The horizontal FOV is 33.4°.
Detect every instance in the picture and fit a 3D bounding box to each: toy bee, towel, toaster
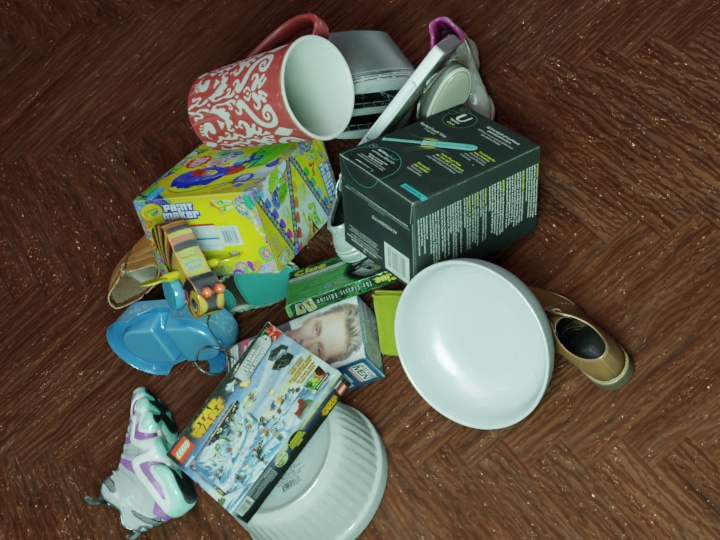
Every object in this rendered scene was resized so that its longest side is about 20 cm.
[{"bbox_3d":[-0.199,0.015,1.516,0.131,0.200,0.109,-42,-1,-29],"label":"toy bee"},{"bbox_3d":[0.102,0.070,1.446,0.198,0.018,0.087,3,105,35],"label":"towel"},{"bbox_3d":[-0.012,-0.258,1.671,0.199,0.114,0.129,-10,43,-32],"label":"toaster"}]

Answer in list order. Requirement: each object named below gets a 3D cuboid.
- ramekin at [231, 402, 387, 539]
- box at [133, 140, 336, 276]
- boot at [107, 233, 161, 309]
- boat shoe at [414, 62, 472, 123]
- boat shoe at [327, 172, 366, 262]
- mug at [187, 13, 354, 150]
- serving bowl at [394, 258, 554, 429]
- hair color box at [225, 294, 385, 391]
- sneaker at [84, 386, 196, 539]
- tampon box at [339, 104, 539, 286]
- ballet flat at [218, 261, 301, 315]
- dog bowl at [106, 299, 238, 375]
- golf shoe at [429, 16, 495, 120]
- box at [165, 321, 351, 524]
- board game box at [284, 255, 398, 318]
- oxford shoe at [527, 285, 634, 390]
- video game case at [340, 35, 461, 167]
[{"bbox_3d":[-0.077,0.233,1.426,0.199,0.105,0.202,-16,53,22],"label":"ramekin"},{"bbox_3d":[-0.163,-0.092,1.639,0.198,0.123,0.193,-3,29,30],"label":"box"},{"bbox_3d":[-0.283,-0.030,1.711,0.200,0.074,0.155,-50,11,10],"label":"boot"},{"bbox_3d":[0.097,-0.215,1.558,0.066,0.200,0.057,-28,69,-16],"label":"boat shoe"},{"bbox_3d":[0.001,-0.099,1.597,0.069,0.072,0.202,-11,37,23],"label":"boat shoe"},{"bbox_3d":[-0.113,-0.237,1.594,0.199,0.134,0.178,-6,34,42],"label":"mug"},{"bbox_3d":[0.138,0.076,1.372,0.199,0.202,0.066,4,20,34],"label":"serving bowl"},{"bbox_3d":[-0.074,0.117,1.532,0.199,0.061,0.101,-23,51,17],"label":"hair color box"},{"bbox_3d":[-0.304,0.257,1.571,0.139,0.078,0.201,-33,48,8],"label":"sneaker"},{"bbox_3d":[0.097,-0.094,1.469,0.199,0.127,0.150,-25,41,-28],"label":"tampon box"},{"bbox_3d":[-0.166,0.021,1.656,0.198,0.072,0.072,-20,51,18],"label":"ballet flat"},{"bbox_3d":[-0.252,0.087,1.637,0.198,0.112,0.050,-5,44,29],"label":"dog bowl"},{"bbox_3d":[0.129,-0.262,1.640,0.075,0.092,0.201,-23,52,15],"label":"golf shoe"},{"bbox_3d":[-0.120,0.174,1.395,0.137,0.040,0.201,31,79,41],"label":"box"},{"bbox_3d":[0.000,0.000,1.540,0.198,0.024,0.105,-19,25,9],"label":"board game box"},{"bbox_3d":[0.225,0.060,1.376,0.200,0.071,0.072,33,83,44],"label":"oxford shoe"},{"bbox_3d":[0.055,-0.218,1.571,0.200,0.018,0.143,-51,0,21],"label":"video game case"}]
